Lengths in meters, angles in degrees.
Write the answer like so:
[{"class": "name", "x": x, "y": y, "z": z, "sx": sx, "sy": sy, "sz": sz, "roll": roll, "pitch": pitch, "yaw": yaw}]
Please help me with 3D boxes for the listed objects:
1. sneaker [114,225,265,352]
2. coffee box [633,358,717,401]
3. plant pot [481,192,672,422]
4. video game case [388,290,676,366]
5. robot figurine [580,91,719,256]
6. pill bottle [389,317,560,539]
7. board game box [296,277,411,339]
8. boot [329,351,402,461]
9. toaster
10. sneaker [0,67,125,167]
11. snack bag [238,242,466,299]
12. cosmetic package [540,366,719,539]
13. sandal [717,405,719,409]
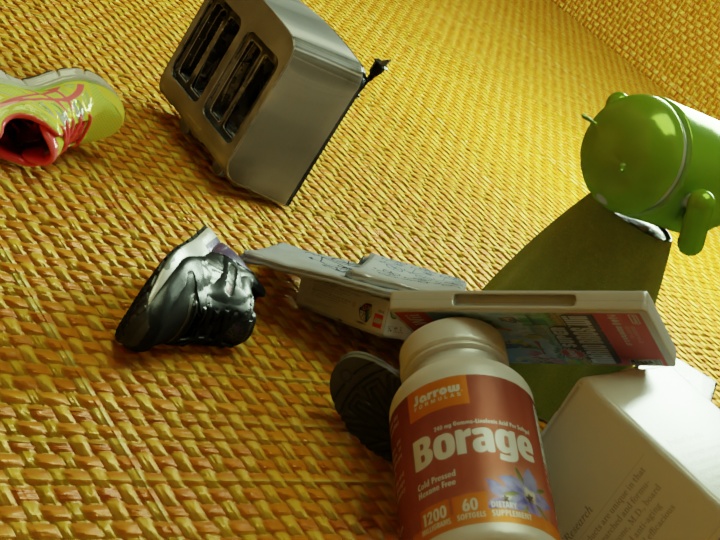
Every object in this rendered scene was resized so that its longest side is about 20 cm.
[{"class": "sneaker", "x": -0.123, "y": 0.026, "z": 1.091, "sx": 0.087, "sy": 0.076, "sz": 0.200, "roll": 37, "pitch": 21, "yaw": -1}, {"class": "coffee box", "x": 0.262, "y": 0.157, "z": 1.265, "sx": 0.079, "sy": 0.114, "sz": 0.200, "roll": 30, "pitch": 21, "yaw": 10}, {"class": "plant pot", "x": 0.221, "y": 0.025, "z": 1.383, "sx": 0.185, "sy": 0.201, "sz": 0.188, "roll": 26, "pitch": 22, "yaw": -11}, {"class": "video game case", "x": 0.137, "y": 0.046, "z": 1.068, "sx": 0.197, "sy": 0.018, "sz": 0.143, "roll": 0, "pitch": -20, "yaw": 22}, {"class": "robot figurine", "x": 0.293, "y": -0.102, "z": 1.319, "sx": 0.198, "sy": 0.116, "sz": 0.176, "roll": 12, "pitch": 36, "yaw": -41}, {"class": "pill bottle", "x": 0.078, "y": 0.137, "z": 0.990, "sx": 0.111, "sy": 0.112, "sz": 0.202, "roll": 20, "pitch": 42, "yaw": -26}, {"class": "board game box", "x": 0.054, "y": 0.040, "z": 1.281, "sx": 0.198, "sy": 0.035, "sz": 0.125, "roll": 8, "pitch": 6, "yaw": -43}, {"class": "boot", "x": 0.065, "y": 0.103, "z": 1.179, "sx": 0.182, "sy": 0.073, "sz": 0.200, "roll": 43, "pitch": 26, "yaw": -7}, {"class": "toaster", "x": -0.100, "y": -0.198, "z": 1.441, "sx": 0.118, "sy": 0.201, "sz": 0.181, "roll": 15, "pitch": 26, "yaw": -46}, {"class": "sneaker", "x": -0.283, "y": -0.126, "z": 1.218, "sx": 0.199, "sy": 0.078, "sz": 0.091, "roll": -8, "pitch": 51, "yaw": -51}, {"class": "snack bag", "x": 0.000, "y": 0.000, "z": 1.256, "sx": 0.197, "sy": 0.022, "sz": 0.189, "roll": 14, "pitch": 6, "yaw": 6}, {"class": "cosmetic package", "x": 0.233, "y": 0.202, "z": 1.058, "sx": 0.200, "sy": 0.166, "sz": 0.164, "roll": 44, "pitch": 24, "yaw": 29}, {"class": "sandal", "x": 0.330, "y": 0.202, "z": 1.169, "sx": 0.053, "sy": 0.203, "sz": 0.080, "roll": -11, "pitch": 18, "yaw": -3}]
